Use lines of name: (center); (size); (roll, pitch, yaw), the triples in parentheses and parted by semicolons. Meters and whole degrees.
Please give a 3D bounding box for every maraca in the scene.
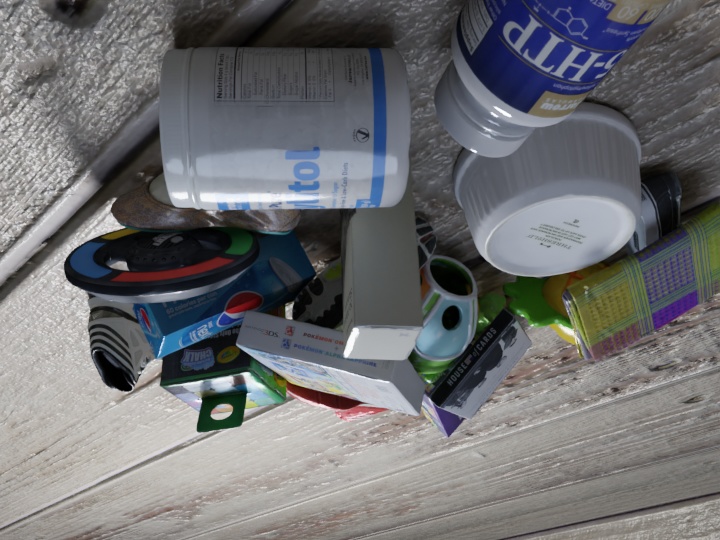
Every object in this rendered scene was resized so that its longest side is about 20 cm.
maraca: (0.284, 0.043, 0.974); (0.194, 0.138, 0.110); (5, 118, -1)

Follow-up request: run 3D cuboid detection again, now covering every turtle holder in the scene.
turtle holder: (0.098, 0.058, 0.952); (0.183, 0.142, 0.133); (29, 128, -11)

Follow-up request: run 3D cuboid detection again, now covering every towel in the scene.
towel: (0.326, 0.020, 0.851); (0.197, 0.023, 0.144); (-30, 133, 6)

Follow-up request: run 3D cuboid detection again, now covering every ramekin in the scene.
ramekin: (0.199, -0.073, 0.781); (0.196, 0.096, 0.204); (-3, 151, -2)

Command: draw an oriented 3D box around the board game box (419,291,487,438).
board game box: (0.155, 0.146, 1.113); (0.165, 0.056, 0.201); (-46, 151, -10)

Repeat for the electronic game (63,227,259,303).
electronic game: (-0.201, -0.017, 0.767); (0.194, 0.201, 0.043); (-3, 110, -2)

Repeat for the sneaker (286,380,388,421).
sneaker: (-0.038, 0.181, 1.058); (0.196, 0.080, 0.115); (16, 144, -26)

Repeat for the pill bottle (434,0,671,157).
pill bottle: (0.136, -0.181, 0.557); (0.117, 0.123, 0.201); (7, 149, -19)

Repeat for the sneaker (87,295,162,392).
sneaker: (-0.311, 0.123, 1.044); (0.074, 0.118, 0.201); (-15, 149, 20)

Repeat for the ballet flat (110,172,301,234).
ballet flat: (-0.156, -0.080, 0.773); (0.194, 0.069, 0.068); (-1, 132, -17)

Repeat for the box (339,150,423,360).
box: (0.017, -0.021, 0.740); (0.066, 0.205, 0.083); (3, 151, -9)

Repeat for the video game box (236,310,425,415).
video game box: (-0.026, 0.111, 0.864); (0.177, 0.048, 0.200); (9, 162, 16)

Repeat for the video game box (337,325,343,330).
video game box: (0.037, 0.134, 1.164); (0.177, 0.048, 0.201); (-10, 150, 16)

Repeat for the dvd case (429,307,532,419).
dvd case: (0.171, 0.135, 1.028); (0.151, 0.025, 0.200); (-50, 156, 1)

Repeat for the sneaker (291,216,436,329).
sneaker: (0.000, 0.000, 0.892); (0.198, 0.078, 0.085); (-34, -179, 1)

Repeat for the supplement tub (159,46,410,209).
supplement tub: (-0.061, -0.119, 0.631); (0.194, 0.135, 0.133); (-2, 151, -4)

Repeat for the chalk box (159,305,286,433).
chalk box: (-0.167, 0.103, 0.938); (0.121, 0.205, 0.124); (-9, 152, 13)

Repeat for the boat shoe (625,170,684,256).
boat shoe: (0.354, -0.043, 0.883); (0.067, 0.074, 0.201); (-26, 135, 6)

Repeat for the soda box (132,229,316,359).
soda box: (-0.151, 0.022, 0.847); (0.197, 0.069, 0.064); (-23, 164, -32)
